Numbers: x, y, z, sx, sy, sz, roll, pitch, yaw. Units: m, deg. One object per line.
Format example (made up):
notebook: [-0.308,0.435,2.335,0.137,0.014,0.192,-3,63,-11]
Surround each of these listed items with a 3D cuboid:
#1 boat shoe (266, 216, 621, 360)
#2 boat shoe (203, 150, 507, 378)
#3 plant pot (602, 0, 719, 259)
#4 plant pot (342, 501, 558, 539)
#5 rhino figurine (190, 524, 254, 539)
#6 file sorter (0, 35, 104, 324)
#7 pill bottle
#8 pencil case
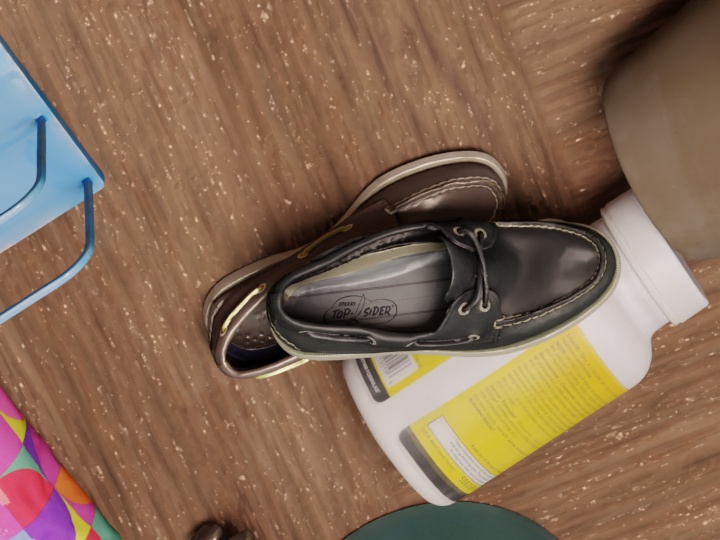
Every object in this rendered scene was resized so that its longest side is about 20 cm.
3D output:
boat shoe: [0.043,0.006,1.336,0.198,0.066,0.075,-4,75,8]
boat shoe: [0.000,0.000,1.412,0.199,0.060,0.072,-28,115,6]
plant pot: [0.236,-0.092,1.343,0.173,0.200,0.200,-27,117,23]
plant pot: [0.061,0.268,1.492,0.200,0.161,0.201,-3,115,-6]
rhino figurine: [-0.117,0.238,1.510,0.200,0.060,0.087,-39,119,14]
file sorter: [-0.249,-0.067,1.314,0.138,0.123,0.200,-32,115,7]
pill bottle: [0.097,0.041,1.416,0.200,0.112,0.112,-33,115,9]
pencil case: [-0.224,0.118,1.427,0.088,0.088,0.200,-34,116,9]
